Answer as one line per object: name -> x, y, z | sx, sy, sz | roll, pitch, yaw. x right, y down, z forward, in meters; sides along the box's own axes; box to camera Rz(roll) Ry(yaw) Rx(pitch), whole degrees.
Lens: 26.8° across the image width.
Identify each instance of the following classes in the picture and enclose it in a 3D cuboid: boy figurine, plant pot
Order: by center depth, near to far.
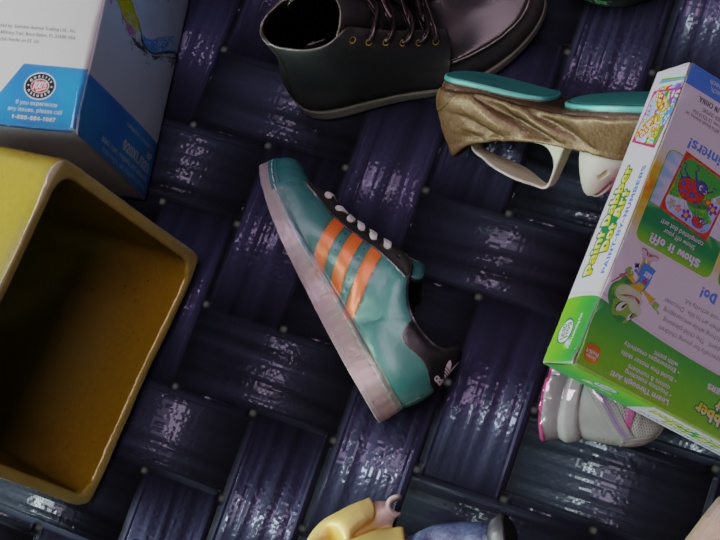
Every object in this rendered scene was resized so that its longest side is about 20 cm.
boy figurine -> 0.005, 0.211, 0.972 | 0.198, 0.064, 0.126 | -12, 72, 11
plant pot -> -0.268, 0.018, 1.035 | 0.198, 0.194, 0.197 | 20, 80, 27

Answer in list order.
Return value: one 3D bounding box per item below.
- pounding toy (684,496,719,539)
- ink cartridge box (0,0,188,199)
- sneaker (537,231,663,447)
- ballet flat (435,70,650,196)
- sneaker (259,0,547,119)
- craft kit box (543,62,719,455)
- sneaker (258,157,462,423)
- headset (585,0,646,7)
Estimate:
pounding toy -> 0.202, 0.248, 0.839 | 0.142, 0.200, 0.185 | 37, 86, 20
ink cartridge box -> -0.223, -0.175, 1.096 | 0.145, 0.145, 0.203 | 7, 76, 15
sneaker -> 0.183, 0.027, 0.977 | 0.087, 0.081, 0.202 | 18, 83, 11
ballet flat -> 0.137, -0.089, 1.013 | 0.198, 0.068, 0.073 | 10, 110, 32
sneaker -> 0.033, -0.170, 1.051 | 0.198, 0.106, 0.076 | -22, 70, 7
craft kit box -> 0.234, 0.008, 0.925 | 0.199, 0.048, 0.199 | 28, 76, -18
sneaker -> 0.000, 0.000, 1.035 | 0.079, 0.071, 0.201 | -28, 75, 0
headset -> 0.199, -0.284, 1.049 | 0.123, 0.094, 0.201 | 35, 96, 20
